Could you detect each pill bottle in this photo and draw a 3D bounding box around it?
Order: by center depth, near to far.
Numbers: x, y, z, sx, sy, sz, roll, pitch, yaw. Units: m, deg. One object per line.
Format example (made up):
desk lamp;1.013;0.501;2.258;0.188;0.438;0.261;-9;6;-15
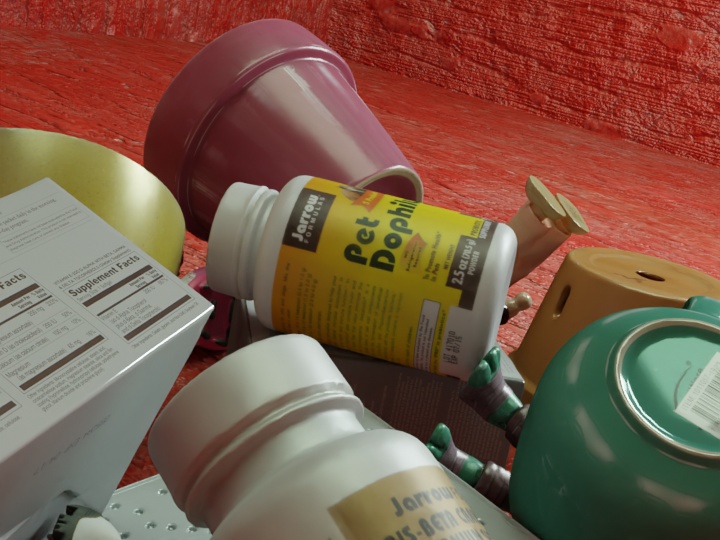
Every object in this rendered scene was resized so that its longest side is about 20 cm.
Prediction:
pill bottle;-0.001;0.129;0.475;0.114;0.115;0.201;-6;52;-48
pill bottle;0.000;0.000;0.803;0.198;0.110;0.109;14;15;9

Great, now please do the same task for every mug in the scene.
mug;0.158;0.083;0.623;0.150;0.115;0.186;-3;48;-10

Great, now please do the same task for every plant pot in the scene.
plant pot;-0.209;0.031;0.720;0.198;0.200;0.143;7;57;-16
plant pot;0.218;0.068;0.949;0.198;0.141;0.200;11;15;-3
plant pot;-0.052;-0.081;0.991;0.179;0.201;0.199;41;29;28

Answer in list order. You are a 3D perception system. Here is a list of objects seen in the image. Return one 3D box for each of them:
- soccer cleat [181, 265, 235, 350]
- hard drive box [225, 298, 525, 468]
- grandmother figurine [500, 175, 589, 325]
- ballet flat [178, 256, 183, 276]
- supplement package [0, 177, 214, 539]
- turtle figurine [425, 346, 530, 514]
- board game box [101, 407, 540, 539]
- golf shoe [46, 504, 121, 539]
soccer cleat;-0.120;0.025;1.014;0.086;0.071;0.200;9;7;26
hard drive box;0.003;0.076;0.885;0.198;0.078;0.156;9;16;-11
grandmother figurine;0.101;0.013;0.994;0.121;0.200;0.061;31;25;-35
ballet flat;-0.197;-0.021;0.983;0.075;0.064;0.200;32;-4;9
supplement package;-0.183;0.074;0.515;0.111;0.156;0.200;37;29;8
turtle figurine;0.136;0.140;0.710;0.199;0.101;0.150;32;39;9
board game box;-0.029;0.149;0.610;0.199;0.026;0.200;-17;28;-29
golf shoe;-0.095;0.173;0.480;0.087;0.078;0.200;6;25;-18
